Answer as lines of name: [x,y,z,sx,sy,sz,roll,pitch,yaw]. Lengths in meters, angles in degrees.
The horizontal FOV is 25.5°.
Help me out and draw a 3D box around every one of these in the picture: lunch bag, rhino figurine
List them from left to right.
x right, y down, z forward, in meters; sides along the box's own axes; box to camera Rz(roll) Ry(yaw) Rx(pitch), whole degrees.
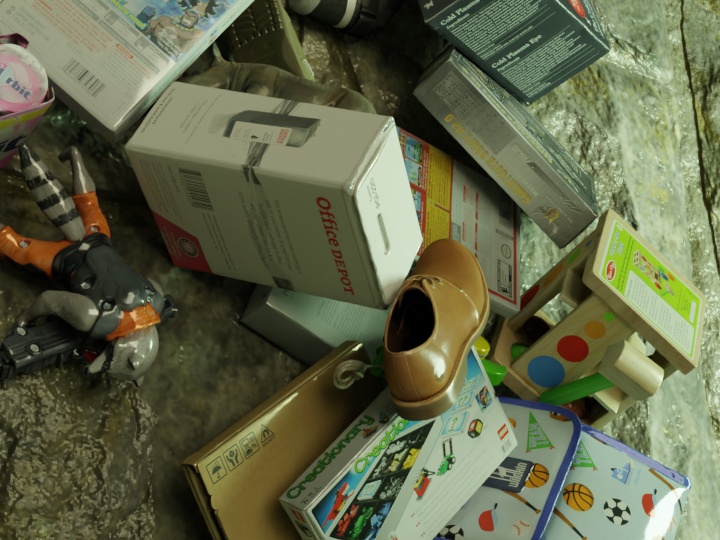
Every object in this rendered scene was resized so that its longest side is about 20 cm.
rhino figurine: [-0.077,-0.134,1.319,0.200,0.060,0.087,22,57,13]
lunch bag: [0.159,0.215,1.349,0.200,0.124,0.170,29,53,-1]

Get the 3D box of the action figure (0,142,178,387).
action figure: [-0.228,0.010,1.202,0.200,0.105,0.193,-30,77,-42]

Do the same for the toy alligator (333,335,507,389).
toy alligator: [0.041,0.072,1.313,0.200,0.059,0.054,5,32,-43]

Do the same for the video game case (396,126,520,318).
video game case: [0.060,-0.054,1.408,0.200,0.017,0.143,27,46,-25]

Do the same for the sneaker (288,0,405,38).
sneaker: [0.002,-0.310,1.537,0.112,0.073,0.200,26,64,-25]

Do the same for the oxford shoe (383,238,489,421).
oxford shoe: [0.057,0.026,1.247,0.200,0.071,0.071,-76,150,-54]

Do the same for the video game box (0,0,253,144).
video game box: [-0.216,-0.234,1.304,0.200,0.047,0.182,41,76,3]

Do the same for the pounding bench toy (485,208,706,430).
pounding bench toy: [0.196,0.075,1.390,0.124,0.156,0.200,41,31,-9]

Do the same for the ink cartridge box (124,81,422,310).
ink cartridge box: [-0.064,-0.059,1.250,0.200,0.146,0.085,13,54,25]

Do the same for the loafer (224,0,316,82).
loafer: [-0.068,-0.153,1.397,0.067,0.076,0.200,27,51,-68]

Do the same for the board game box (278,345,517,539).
board game box: [0.035,0.158,1.260,0.200,0.035,0.126,-44,128,-25]

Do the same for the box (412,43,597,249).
box: [0.139,-0.123,1.493,0.200,0.048,0.158,46,16,-7]

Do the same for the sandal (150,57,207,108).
sandal: [-0.173,-0.191,1.372,0.082,0.055,0.200,-27,98,-33]

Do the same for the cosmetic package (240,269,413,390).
cosmetic package: [0.000,0.000,1.388,0.151,0.052,0.200,36,52,-18]

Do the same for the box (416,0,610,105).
box: [0.126,-0.292,1.517,0.182,0.104,0.200,29,36,-47]

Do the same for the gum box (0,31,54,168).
gum box: [-0.332,-0.103,1.177,0.200,0.113,0.066,-25,83,-39]

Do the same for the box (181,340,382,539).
box: [-0.038,0.173,1.263,0.200,0.021,0.164,-35,111,-41]
